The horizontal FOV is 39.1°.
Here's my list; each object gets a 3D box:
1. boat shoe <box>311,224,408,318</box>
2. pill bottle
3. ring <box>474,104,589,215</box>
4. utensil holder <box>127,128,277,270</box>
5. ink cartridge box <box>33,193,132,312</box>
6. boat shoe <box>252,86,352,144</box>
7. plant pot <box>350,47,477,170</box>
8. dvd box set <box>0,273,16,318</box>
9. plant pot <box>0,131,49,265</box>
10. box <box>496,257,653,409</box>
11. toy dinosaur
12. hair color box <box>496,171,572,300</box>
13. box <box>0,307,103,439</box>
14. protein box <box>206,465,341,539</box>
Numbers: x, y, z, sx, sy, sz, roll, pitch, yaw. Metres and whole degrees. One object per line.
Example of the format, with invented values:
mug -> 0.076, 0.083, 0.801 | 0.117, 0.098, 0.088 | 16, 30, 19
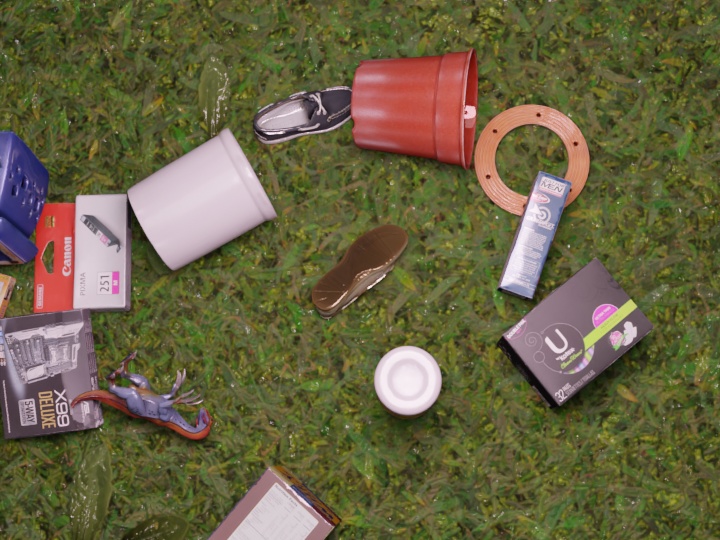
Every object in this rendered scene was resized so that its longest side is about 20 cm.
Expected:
boat shoe -> 0.001, 0.002, 1.727 | 0.073, 0.063, 0.201 | 40, 77, 21
pill bottle -> 0.075, 0.182, 1.610 | 0.103, 0.200, 0.106 | 0, 80, 3
ring -> 0.297, -0.190, 1.763 | 0.198, 0.019, 0.203 | 0, 80, 2
utensil holder -> -0.266, -0.117, 1.700 | 0.199, 0.170, 0.171 | -29, 79, -2
ink cartridge box -> -0.486, -0.029, 1.757 | 0.171, 0.044, 0.202 | -2, 79, 1
boat shoe -> -0.093, -0.276, 1.775 | 0.198, 0.060, 0.076 | -25, 79, -2
plant pot -> 0.092, -0.277, 1.711 | 0.193, 0.201, 0.203 | 5, 79, 12
dvd box set -> -0.696, 0.088, 1.749 | 0.145, 0.029, 0.202 | 15, 81, 6
plant pot -> -0.645, -0.111, 1.692 | 0.198, 0.200, 0.182 | -3, 74, 1
box -> 0.346, 0.105, 1.652 | 0.200, 0.124, 0.149 | -39, 80, -4
toy dinosaur -> -0.339, 0.222, 1.680 | 0.199, 0.105, 0.182 | -32, 102, 16
hair color box -> 0.288, -0.055, 1.685 | 0.060, 0.100, 0.202 | 19, 88, 5
box -> -0.524, 0.172, 1.699 | 0.156, 0.050, 0.202 | -6, 91, 2
protein box -> -0.147, 0.424, 1.575 | 0.135, 0.199, 0.200 | 40, 83, 9
